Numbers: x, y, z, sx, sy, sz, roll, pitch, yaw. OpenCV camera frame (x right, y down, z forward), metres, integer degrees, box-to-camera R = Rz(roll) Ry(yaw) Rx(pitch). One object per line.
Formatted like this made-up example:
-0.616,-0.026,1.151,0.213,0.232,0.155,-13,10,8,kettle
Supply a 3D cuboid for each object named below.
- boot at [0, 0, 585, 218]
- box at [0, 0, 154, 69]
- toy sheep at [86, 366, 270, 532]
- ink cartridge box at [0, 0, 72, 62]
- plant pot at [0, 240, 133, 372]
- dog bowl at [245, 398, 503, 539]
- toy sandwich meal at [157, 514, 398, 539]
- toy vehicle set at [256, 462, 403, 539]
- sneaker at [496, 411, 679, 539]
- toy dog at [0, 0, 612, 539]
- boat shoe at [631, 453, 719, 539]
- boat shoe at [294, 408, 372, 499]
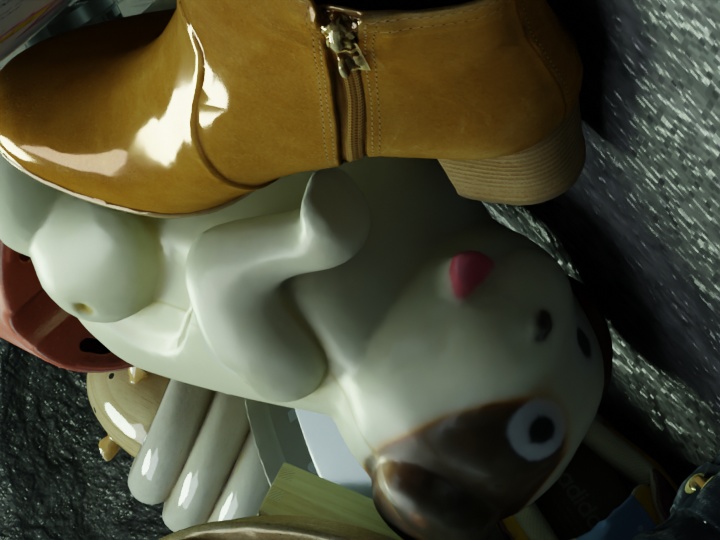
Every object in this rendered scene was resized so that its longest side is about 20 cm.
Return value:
-0.036,-0.070,0.702,0.201,0.071,0.144,5,159,18,boot
-0.121,-0.143,0.879,0.060,0.116,0.200,57,178,43,box
-0.044,0.087,1.260,0.199,0.138,0.138,20,170,-2,toy sheep
-0.119,-0.105,0.707,0.085,0.145,0.200,51,140,-6,ink cartridge box
-0.166,-0.052,1.241,0.195,0.201,0.201,30,158,45,plant pot
0.026,0.110,1.115,0.200,0.059,0.200,56,-168,-19,dog bowl
-0.008,0.171,0.869,0.205,0.070,0.206,14,136,14,toy sandwich meal
0.048,0.155,0.899,0.199,0.027,0.124,23,136,7,toy vehicle set
0.111,0.126,0.926,0.200,0.075,0.090,46,174,24,sneaker
-0.012,0.010,0.846,0.200,0.140,0.194,30,134,19,toy dog
0.114,0.096,0.757,0.071,0.091,0.200,47,169,21,boat shoe
0.002,0.000,0.967,0.073,0.068,0.200,-19,94,34,boat shoe
